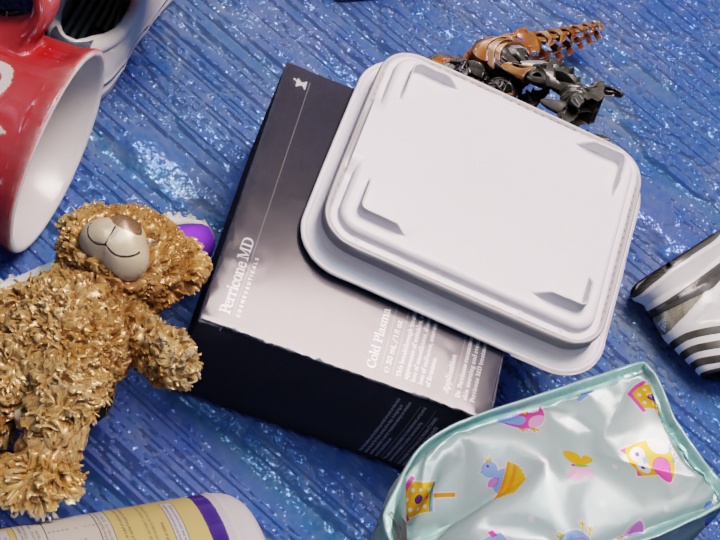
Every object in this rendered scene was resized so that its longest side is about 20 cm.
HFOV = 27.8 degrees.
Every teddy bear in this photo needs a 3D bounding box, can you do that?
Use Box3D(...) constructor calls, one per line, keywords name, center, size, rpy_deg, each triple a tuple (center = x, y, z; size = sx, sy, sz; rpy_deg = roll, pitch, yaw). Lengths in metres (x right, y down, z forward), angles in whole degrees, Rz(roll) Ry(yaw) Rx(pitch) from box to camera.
Box3D(name="teddy bear", center=(-0.160, 0.040, 0.788), size=(0.145, 0.067, 0.200), rpy_deg=(31, 67, 35))

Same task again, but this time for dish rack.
Box3D(name="dish rack", center=(0.078, -0.044, 0.885), size=(0.200, 0.044, 0.172), rpy_deg=(23, 59, -5))

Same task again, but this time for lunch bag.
Box3D(name="lunch bag", center=(0.082, 0.157, 0.824), size=(0.200, 0.170, 0.122), rpy_deg=(-18, 62, -25))

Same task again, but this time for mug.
Box3D(name="mug", center=(-0.266, -0.129, 0.884), size=(0.200, 0.133, 0.178), rpy_deg=(22, 95, 0))

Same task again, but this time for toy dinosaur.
Box3D(name="toy dinosaur", center=(0.107, -0.128, 1.036), size=(0.136, 0.102, 0.200), rpy_deg=(38, 79, 24))

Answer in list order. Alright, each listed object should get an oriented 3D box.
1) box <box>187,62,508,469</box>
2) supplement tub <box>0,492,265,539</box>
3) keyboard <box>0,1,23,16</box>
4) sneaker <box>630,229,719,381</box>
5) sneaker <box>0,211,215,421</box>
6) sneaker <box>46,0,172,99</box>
Box3D(name="box", center=(0.000, 0.000, 0.922), size=(0.182, 0.104, 0.200), rpy_deg=(21, 58, -8))
Box3D(name="supplement tub", center=(-0.147, 0.200, 0.746), size=(0.200, 0.145, 0.146), rpy_deg=(-7, 65, -20))
Box3D(name="keyboard", center=(-0.271, -0.208, 0.957), size=(0.200, 0.021, 0.127), rpy_deg=(4, 79, 11))
Box3D(name="sneaker", center=(0.297, 0.013, 1.037), size=(0.200, 0.076, 0.115), rpy_deg=(-30, 84, -20))
Box3D(name="sneaker", center=(-0.166, 0.041, 0.876), size=(0.200, 0.070, 0.100), rpy_deg=(-26, 80, -23))
Box3D(name="sneaker", center=(-0.160, -0.204, 1.000), size=(0.073, 0.071, 0.200), rpy_deg=(19, 59, -7))
